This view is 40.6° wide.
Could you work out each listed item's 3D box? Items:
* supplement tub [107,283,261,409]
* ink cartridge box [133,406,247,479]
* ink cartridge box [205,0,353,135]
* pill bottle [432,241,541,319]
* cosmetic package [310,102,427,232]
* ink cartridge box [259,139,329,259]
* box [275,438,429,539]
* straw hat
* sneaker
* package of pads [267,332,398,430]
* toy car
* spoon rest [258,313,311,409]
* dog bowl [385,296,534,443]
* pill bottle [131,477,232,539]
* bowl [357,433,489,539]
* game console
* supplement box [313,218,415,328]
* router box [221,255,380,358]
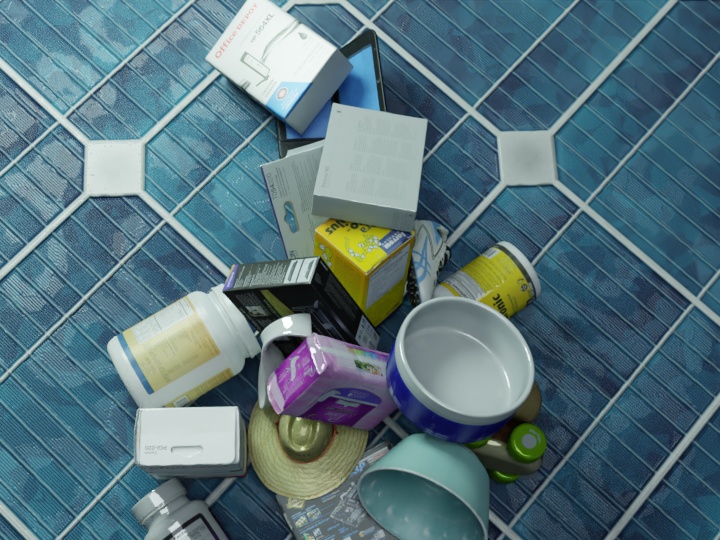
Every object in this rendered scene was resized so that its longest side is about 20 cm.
[{"bbox_3d":[-0.267,0.122,1.488,0.200,0.145,0.145,-30,78,-11],"label":"supplement tub"},{"bbox_3d":[-0.243,0.255,1.423,0.145,0.200,0.085,-1,74,-4],"label":"ink cartridge box"},{"bbox_3d":[-0.137,-0.344,1.614,0.200,0.084,0.146,38,93,23],"label":"ink cartridge box"},{"bbox_3d":[0.179,0.051,1.551,0.200,0.111,0.111,-34,79,-11],"label":"pill bottle"},{"bbox_3d":[0.015,-0.156,1.452,0.150,0.052,0.200,12,50,-2],"label":"cosmetic package"},{"bbox_3d":[-0.046,-0.111,1.569,0.199,0.043,0.197,-17,111,-8],"label":"ink cartridge box"},{"bbox_3d":[-0.008,0.372,1.484,0.200,0.046,0.159,-26,77,-10],"label":"box"},{"bbox_3d":[-0.083,0.236,1.463,0.200,0.085,0.202,-1,66,2],"label":"straw hat"},{"bbox_3d":[0.109,-0.013,1.547,0.072,0.072,0.200,5,40,3],"label":"sneaker"},{"bbox_3d":[-0.024,0.166,1.406,0.121,0.200,0.076,-45,48,26],"label":"package of pads"},{"bbox_3d":[0.214,0.203,1.493,0.157,0.164,0.201,16,65,1],"label":"toy car"},{"bbox_3d":[-0.128,0.130,1.435,0.060,0.200,0.100,9,50,-18],"label":"spoon rest"},{"bbox_3d":[0.139,0.139,1.376,0.199,0.079,0.201,9,50,-12],"label":"dog bowl"},{"bbox_3d":[-0.247,0.409,1.427,0.111,0.111,0.200,-35,79,-12],"label":"pill bottle"},{"bbox_3d":[0.106,0.310,1.402,0.200,0.201,0.105,29,52,5],"label":"bowl"},{"bbox_3d":[-0.055,-0.290,1.626,0.170,0.118,0.201,-4,74,-12],"label":"game console"},{"bbox_3d":[0.000,0.000,1.490,0.109,0.200,0.109,39,60,21],"label":"supplement box"},{"bbox_3d":[-0.085,0.064,1.441,0.157,0.200,0.052,-5,50,30],"label":"router box"}]
